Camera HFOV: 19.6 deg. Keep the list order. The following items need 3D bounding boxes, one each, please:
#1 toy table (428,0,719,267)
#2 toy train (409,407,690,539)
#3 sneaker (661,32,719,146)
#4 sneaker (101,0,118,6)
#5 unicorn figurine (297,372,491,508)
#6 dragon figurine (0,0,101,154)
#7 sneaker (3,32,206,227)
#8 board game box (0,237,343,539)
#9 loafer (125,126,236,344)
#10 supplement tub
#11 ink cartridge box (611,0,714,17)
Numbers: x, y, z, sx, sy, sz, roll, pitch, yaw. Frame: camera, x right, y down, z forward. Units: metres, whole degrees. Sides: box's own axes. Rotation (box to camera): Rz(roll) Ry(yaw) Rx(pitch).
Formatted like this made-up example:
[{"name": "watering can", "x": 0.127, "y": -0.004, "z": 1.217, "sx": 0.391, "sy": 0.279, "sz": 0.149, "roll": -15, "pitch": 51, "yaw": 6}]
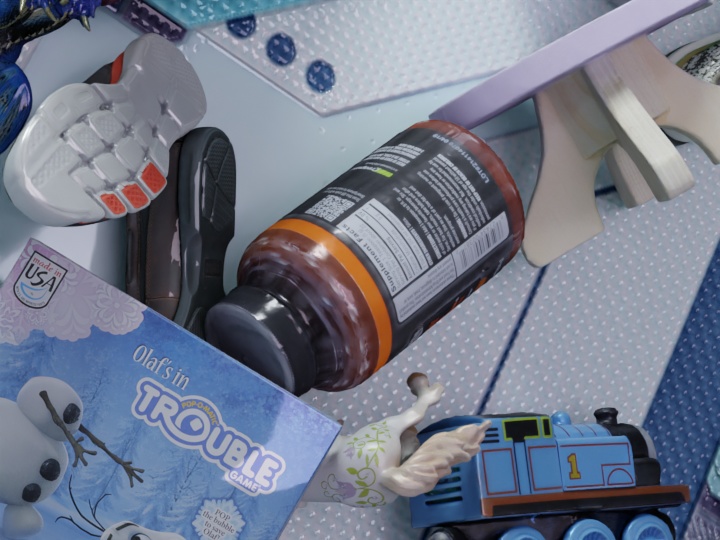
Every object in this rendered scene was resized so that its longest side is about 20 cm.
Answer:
[{"name": "toy table", "x": 0.157, "y": -0.094, "z": 1.309, "sx": 0.199, "sy": 0.184, "sz": 0.118, "roll": -29, "pitch": 90, "yaw": 11}, {"name": "toy train", "x": 0.118, "y": 0.144, "z": 1.289, "sx": 0.199, "sy": 0.086, "sz": 0.115, "roll": 1, "pitch": 81, "yaw": -38}, {"name": "sneaker", "x": 0.288, "y": -0.147, "z": 1.398, "sx": 0.199, "sy": 0.089, "sz": 0.077, "roll": -36, "pitch": 106, "yaw": -7}, {"name": "sneaker", "x": -0.230, "y": -0.185, "z": 1.176, "sx": 0.199, "sy": 0.075, "sz": 0.091, "roll": 29, "pitch": 88, "yaw": -21}, {"name": "unicorn figurine", "x": -0.034, "y": 0.115, "z": 1.208, "sx": 0.074, "sy": 0.199, "sz": 0.137, "roll": 60, "pitch": 34, "yaw": -16}, {"name": "dragon figurine", "x": -0.214, "y": -0.096, "z": 1.121, "sx": 0.059, "sy": 0.099, "sz": 0.201, "roll": 34, "pitch": 92, "yaw": -30}, {"name": "sneaker", "x": -0.151, "y": -0.063, "z": 1.151, "sx": 0.077, "sy": 0.082, "sz": 0.200, "roll": 57, "pitch": 28, "yaw": -8}, {"name": "board game box", "x": -0.143, "y": 0.118, "z": 1.133, "sx": 0.199, "sy": 0.043, "sz": 0.200, "roll": 30, "pitch": 85, "yaw": -2}, {"name": "loafer", "x": -0.114, "y": 0.016, "z": 1.219, "sx": 0.072, "sy": 0.062, "sz": 0.202, "roll": 26, "pitch": 68, "yaw": -66}, {"name": "supplement tub", "x": 0.000, "y": 0.000, "z": 1.232, "sx": 0.200, "sy": 0.107, "sz": 0.107, "roll": -37, "pitch": 101, "yaw": -34}, {"name": "ink cartridge box", "x": 0.198, "y": -0.289, "z": 1.393, "sx": 0.146, "sy": 0.084, "sz": 0.201, "roll": 32, "pitch": 71, "yaw": -21}]
